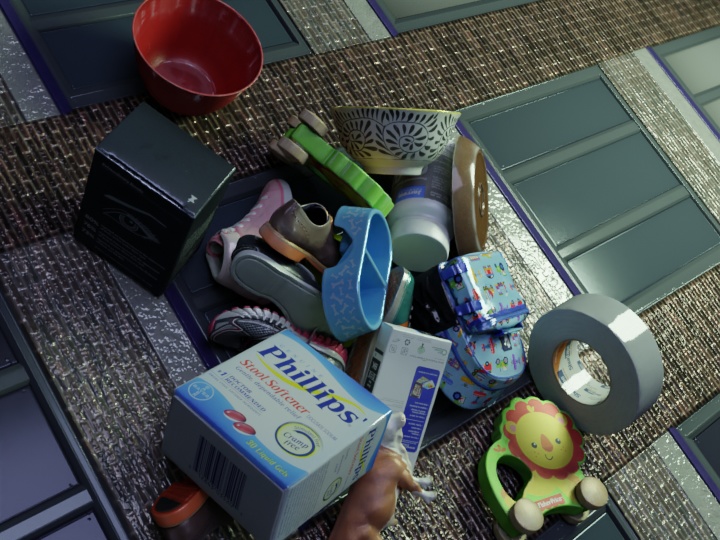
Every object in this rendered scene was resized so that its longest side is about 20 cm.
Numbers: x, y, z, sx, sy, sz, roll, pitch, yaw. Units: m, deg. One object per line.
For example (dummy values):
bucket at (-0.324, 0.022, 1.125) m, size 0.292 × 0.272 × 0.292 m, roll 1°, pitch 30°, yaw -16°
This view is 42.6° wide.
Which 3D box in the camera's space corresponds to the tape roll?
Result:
tape roll at (0.345, 0.139, 1.371) m, size 0.066 × 0.201 × 0.201 m, roll -25°, pitch 74°, yaw -37°

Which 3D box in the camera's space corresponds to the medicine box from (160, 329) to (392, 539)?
medicine box at (-0.096, 0.187, 1.076) m, size 0.181 × 0.104 × 0.199 m, roll 34°, pitch 37°, yaw 23°

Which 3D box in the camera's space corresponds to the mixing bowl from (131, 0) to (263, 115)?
mixing bowl at (-0.256, -0.309, 1.391) m, size 0.198 × 0.109 × 0.202 m, roll 13°, pitch 55°, yaw -19°

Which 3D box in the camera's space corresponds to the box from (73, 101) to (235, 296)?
box at (-0.267, -0.087, 1.184) m, size 0.147 × 0.200 × 0.105 m, roll 36°, pitch 50°, yaw -3°

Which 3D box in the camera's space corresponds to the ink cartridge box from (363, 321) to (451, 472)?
ink cartridge box at (0.048, 0.177, 1.243) m, size 0.098 × 0.039 × 0.203 m, roll 15°, pitch 93°, yaw -27°

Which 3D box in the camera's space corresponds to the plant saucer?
plant saucer at (0.176, -0.111, 1.454) m, size 0.034 × 0.201 × 0.202 m, roll -2°, pitch 52°, yaw 17°

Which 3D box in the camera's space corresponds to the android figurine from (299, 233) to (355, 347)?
android figurine at (-0.030, 0.024, 1.345) m, size 0.197 × 0.041 × 0.184 m, roll 14°, pitch 55°, yaw -20°

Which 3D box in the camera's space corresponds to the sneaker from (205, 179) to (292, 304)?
sneaker at (-0.159, -0.057, 1.304) m, size 0.104 × 0.075 × 0.203 m, roll 19°, pitch 57°, yaw -23°

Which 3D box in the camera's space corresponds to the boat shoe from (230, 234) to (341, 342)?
boat shoe at (-0.089, 0.024, 1.239) m, size 0.200 × 0.075 × 0.061 m, roll 44°, pitch 25°, yaw -28°

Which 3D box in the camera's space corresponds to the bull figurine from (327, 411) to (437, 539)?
bull figurine at (0.030, 0.284, 1.172) m, size 0.120 × 0.065 × 0.202 m, roll 27°, pitch 76°, yaw -10°

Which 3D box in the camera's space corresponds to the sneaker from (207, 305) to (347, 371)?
sneaker at (-0.108, 0.108, 1.224) m, size 0.198 × 0.081 × 0.075 m, roll 22°, pitch 54°, yaw -15°

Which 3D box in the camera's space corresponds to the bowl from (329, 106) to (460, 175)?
bowl at (0.049, -0.192, 1.380) m, size 0.198 × 0.200 × 0.096 m, roll -1°, pitch 99°, yaw -29°

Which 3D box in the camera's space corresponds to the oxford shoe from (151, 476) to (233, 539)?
oxford shoe at (-0.169, 0.263, 1.116) m, size 0.200 × 0.071 × 0.073 m, roll -37°, pitch 115°, yaw -46°

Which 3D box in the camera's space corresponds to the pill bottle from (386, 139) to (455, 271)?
pill bottle at (0.101, -0.105, 1.451) m, size 0.113 × 0.114 × 0.202 m, roll 22°, pitch 52°, yaw -14°

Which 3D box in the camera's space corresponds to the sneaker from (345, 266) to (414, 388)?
sneaker at (0.040, 0.098, 1.288) m, size 0.079 × 0.071 × 0.202 m, roll 23°, pitch 85°, yaw -30°

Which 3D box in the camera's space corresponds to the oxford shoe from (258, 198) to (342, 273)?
oxford shoe at (-0.055, -0.045, 1.255) m, size 0.071 × 0.073 × 0.199 m, roll 43°, pitch 11°, yaw 25°

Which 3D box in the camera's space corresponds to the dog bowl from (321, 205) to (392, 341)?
dog bowl at (0.000, 0.000, 1.245) m, size 0.112 × 0.049 × 0.202 m, roll 60°, pitch 32°, yaw -45°

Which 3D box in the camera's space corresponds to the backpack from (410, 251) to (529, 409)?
backpack at (0.166, 0.089, 1.335) m, size 0.181 × 0.134 × 0.202 m, roll -1°, pitch 65°, yaw -50°

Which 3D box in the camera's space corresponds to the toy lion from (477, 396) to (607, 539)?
toy lion at (0.249, 0.276, 1.328) m, size 0.198 × 0.069 × 0.193 m, roll -9°, pitch 58°, yaw -32°

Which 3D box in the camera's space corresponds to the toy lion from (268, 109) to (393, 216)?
toy lion at (-0.037, -0.146, 1.362) m, size 0.191 × 0.200 × 0.069 m, roll 40°, pitch 87°, yaw -13°
